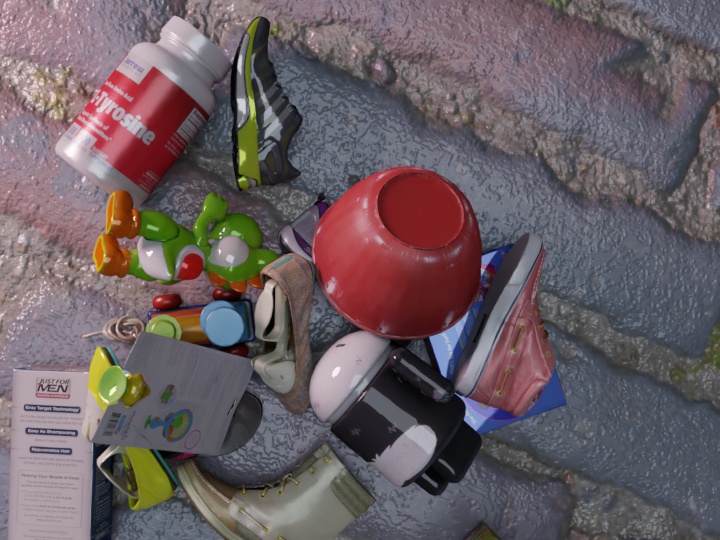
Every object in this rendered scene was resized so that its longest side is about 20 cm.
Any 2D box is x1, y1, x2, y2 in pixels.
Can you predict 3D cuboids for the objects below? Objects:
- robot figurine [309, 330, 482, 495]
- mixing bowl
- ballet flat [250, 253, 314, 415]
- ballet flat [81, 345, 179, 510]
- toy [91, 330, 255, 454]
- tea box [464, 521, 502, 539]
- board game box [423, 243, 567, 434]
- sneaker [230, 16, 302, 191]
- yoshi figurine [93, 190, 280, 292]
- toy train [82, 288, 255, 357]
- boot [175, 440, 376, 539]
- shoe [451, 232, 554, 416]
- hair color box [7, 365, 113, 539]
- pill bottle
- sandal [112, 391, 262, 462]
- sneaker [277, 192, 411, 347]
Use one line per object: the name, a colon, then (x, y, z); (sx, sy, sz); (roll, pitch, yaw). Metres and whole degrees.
robot figurine: (0.037, 0.156, 0.957); (0.200, 0.125, 0.150); (40, 99, 2)
mixing bowl: (0.053, -0.038, 0.934); (0.199, 0.108, 0.201); (6, 60, -10)
ballet flat: (-0.092, 0.079, 0.964); (0.068, 0.067, 0.201); (14, 113, 37)
ballet flat: (-0.258, 0.178, 0.920); (0.067, 0.067, 0.201); (-28, 119, -21)
toy: (-0.198, 0.127, 0.899); (0.047, 0.200, 0.116); (22, 87, 27)
tea box: (0.131, 0.415, 0.938); (0.200, 0.197, 0.134); (-44, 93, -6)
board game box: (0.148, 0.084, 1.024); (0.134, 0.045, 0.201); (-18, 90, -6)
sneaker: (-0.109, -0.193, 1.001); (0.081, 0.074, 0.201); (-1, 95, -15)
yoshi figurine: (-0.188, -0.032, 0.961); (0.199, 0.112, 0.113); (12, 78, -25)
toy train: (-0.219, 0.069, 0.954); (0.199, 0.116, 0.085); (-7, 89, -6)
boot: (-0.096, 0.249, 0.985); (0.200, 0.072, 0.155); (45, 86, -8)
shoe: (0.183, 0.064, 0.973); (0.091, 0.071, 0.201); (24, 92, -6)
hair color box: (-0.332, 0.209, 0.960); (0.100, 0.061, 0.201); (1, 89, 8)
pill bottle: (-0.236, -0.178, 0.960); (0.112, 0.112, 0.200); (37, 86, -3)
sandal: (-0.210, 0.186, 0.988); (0.199, 0.045, 0.075); (-10, 88, -5)
sneaker: (0.000, 0.000, 1.000); (0.200, 0.074, 0.088); (43, 81, -2)
